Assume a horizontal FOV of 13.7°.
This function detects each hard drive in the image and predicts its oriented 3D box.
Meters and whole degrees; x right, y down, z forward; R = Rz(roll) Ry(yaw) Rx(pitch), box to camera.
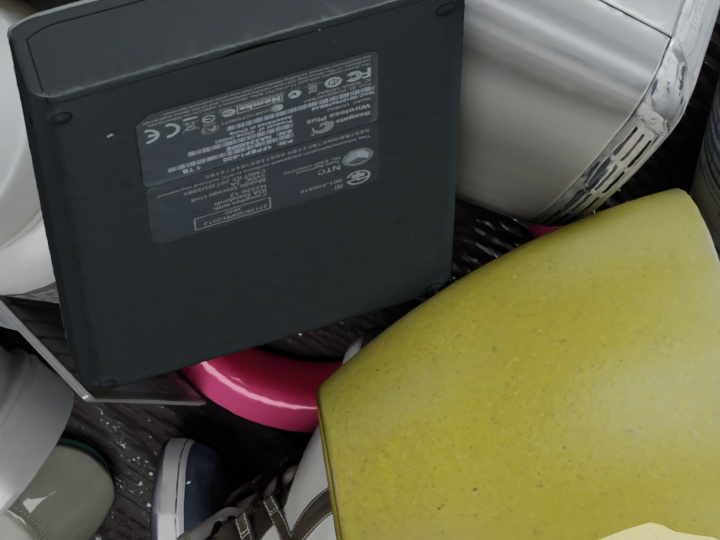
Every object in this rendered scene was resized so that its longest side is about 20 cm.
[{"bbox_3d":[-0.036,-0.033,0.979,0.139,0.033,0.200,-17,152,-9],"label":"hard drive"}]

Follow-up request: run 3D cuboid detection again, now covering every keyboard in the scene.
[{"bbox_3d":[-0.101,0.032,1.175,0.056,0.200,0.011,40,94,9],"label":"keyboard"}]

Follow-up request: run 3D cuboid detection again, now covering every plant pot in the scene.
[{"bbox_3d":[0.060,0.080,1.066,0.141,0.200,0.201,-8,129,-2],"label":"plant pot"}]

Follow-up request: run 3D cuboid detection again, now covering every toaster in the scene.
[{"bbox_3d":[0.046,-0.091,1.056,0.129,0.114,0.200,23,155,-8],"label":"toaster"}]

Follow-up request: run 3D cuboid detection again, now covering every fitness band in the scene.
[{"bbox_3d":[0.000,0.000,1.210,0.199,0.038,0.144,-16,123,28],"label":"fitness band"}]

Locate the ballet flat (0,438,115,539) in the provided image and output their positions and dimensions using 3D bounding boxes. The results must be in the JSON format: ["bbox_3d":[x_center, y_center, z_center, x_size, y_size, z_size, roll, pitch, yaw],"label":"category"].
[{"bbox_3d":[-0.195,0.137,1.361,0.199,0.064,0.067,-22,120,30],"label":"ballet flat"}]

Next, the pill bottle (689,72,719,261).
[{"bbox_3d":[0.180,-0.026,1.082,0.119,0.120,0.201,13,132,5],"label":"pill bottle"}]

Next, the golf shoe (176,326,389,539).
[{"bbox_3d":[-0.030,0.109,1.223,0.094,0.078,0.201,18,112,10],"label":"golf shoe"}]

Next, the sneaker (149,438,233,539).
[{"bbox_3d":[-0.011,0.155,1.322,0.145,0.077,0.203,-7,119,10],"label":"sneaker"}]

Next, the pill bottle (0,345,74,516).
[{"bbox_3d":[-0.221,0.023,1.241,0.200,0.111,0.111,39,129,-17],"label":"pill bottle"}]

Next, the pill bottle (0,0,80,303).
[{"bbox_3d":[-0.107,-0.045,1.083,0.113,0.200,0.114,-2,84,25],"label":"pill bottle"}]
